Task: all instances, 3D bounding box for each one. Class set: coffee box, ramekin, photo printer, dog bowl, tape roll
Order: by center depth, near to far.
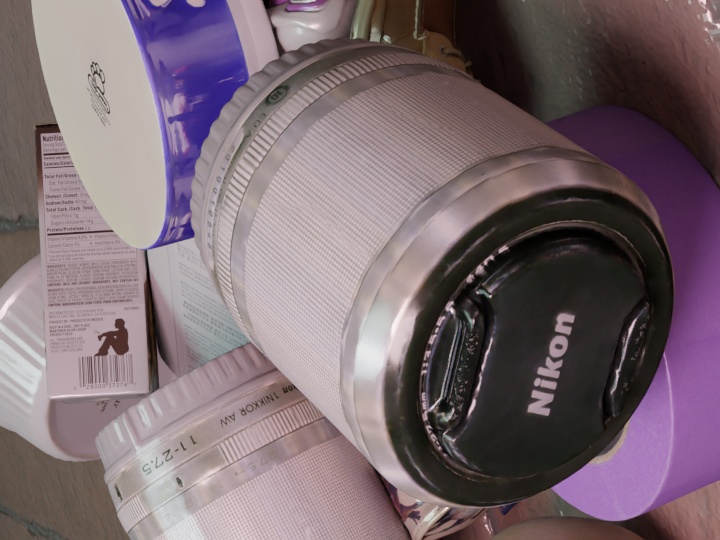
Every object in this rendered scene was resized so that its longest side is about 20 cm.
[{"bbox_3d":[0.123,0.022,0.950,0.200,0.065,0.202,49,149,43],"label":"tape roll"},{"bbox_3d":[-0.120,-0.117,1.092,0.200,0.078,0.202,46,147,43],"label":"dog bowl"},{"bbox_3d":[-0.078,0.032,1.349,0.165,0.069,0.201,27,138,29],"label":"photo printer"},{"bbox_3d":[-0.197,-0.004,1.400,0.113,0.079,0.202,117,149,-83],"label":"coffee box"},{"bbox_3d":[-0.239,0.077,1.653,0.094,0.201,0.204,37,141,35],"label":"ramekin"}]

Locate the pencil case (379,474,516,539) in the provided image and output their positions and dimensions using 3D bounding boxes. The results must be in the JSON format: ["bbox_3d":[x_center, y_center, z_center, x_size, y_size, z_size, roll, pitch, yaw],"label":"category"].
[{"bbox_3d":[0.030,0.069,1.181,0.201,0.089,0.078,61,-176,23],"label":"pencil case"}]

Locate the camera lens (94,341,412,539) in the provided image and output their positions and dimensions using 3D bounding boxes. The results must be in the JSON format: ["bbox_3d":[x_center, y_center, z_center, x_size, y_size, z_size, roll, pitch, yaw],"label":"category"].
[{"bbox_3d":[-0.060,0.162,1.180,0.201,0.159,0.160,61,156,9],"label":"camera lens"}]

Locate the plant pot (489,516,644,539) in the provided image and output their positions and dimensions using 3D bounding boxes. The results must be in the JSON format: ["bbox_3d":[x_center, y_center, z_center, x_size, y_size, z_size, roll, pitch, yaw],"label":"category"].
[{"bbox_3d":[0.112,0.214,1.007,0.201,0.198,0.136,110,171,-56],"label":"plant pot"}]

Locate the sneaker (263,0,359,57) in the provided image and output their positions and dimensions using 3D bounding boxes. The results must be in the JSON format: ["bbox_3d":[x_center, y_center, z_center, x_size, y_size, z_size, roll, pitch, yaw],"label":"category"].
[{"bbox_3d":[-0.008,-0.127,1.095,0.200,0.074,0.100,-66,-50,-88],"label":"sneaker"}]

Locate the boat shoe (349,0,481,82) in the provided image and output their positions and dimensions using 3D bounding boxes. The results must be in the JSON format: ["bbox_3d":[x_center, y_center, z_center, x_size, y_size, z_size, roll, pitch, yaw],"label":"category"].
[{"bbox_3d":[0.034,-0.091,1.015,0.073,0.075,0.202,14,96,25],"label":"boat shoe"}]

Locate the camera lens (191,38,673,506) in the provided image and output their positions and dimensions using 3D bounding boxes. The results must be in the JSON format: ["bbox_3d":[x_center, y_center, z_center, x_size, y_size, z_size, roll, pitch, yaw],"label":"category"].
[{"bbox_3d":[0.029,-0.003,0.835,0.200,0.159,0.161,40,142,50],"label":"camera lens"}]

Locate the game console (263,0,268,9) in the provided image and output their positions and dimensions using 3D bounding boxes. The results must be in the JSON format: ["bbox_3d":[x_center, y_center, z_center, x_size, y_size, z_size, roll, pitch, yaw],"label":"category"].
[{"bbox_3d":[-0.111,-0.163,1.280,0.115,0.175,0.202,-2,109,36],"label":"game console"}]
